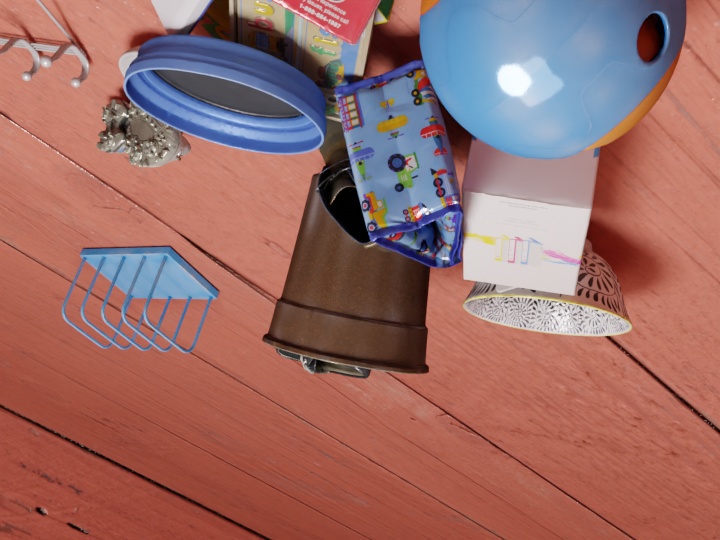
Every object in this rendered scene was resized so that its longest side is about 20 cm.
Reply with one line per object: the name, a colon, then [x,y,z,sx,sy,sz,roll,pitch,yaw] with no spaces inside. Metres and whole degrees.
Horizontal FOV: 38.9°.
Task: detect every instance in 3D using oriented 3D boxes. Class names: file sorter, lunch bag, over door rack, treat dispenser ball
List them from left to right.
over door rack: [-0.397,-0.272,1.098,0.145,0.068,0.201,10,153,14]
file sorter: [-0.359,0.051,1.635,0.197,0.125,0.139,0,149,33]
lunch bag: [0.056,-0.091,1.011,0.092,0.153,0.200,-16,166,11]
treat dispenser ball: [0.142,-0.186,0.765,0.197,0.204,0.202,14,154,7]

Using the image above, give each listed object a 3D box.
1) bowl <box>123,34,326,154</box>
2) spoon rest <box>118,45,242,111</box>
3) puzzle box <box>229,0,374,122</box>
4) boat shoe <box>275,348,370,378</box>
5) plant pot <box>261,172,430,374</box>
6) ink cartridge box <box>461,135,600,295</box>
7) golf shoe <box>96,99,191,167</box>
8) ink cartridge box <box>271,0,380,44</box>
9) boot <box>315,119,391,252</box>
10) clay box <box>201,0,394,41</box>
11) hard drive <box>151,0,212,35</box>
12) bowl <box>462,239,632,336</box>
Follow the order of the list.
bowl: [-0.126,-0.166,0.975,0.197,0.040,0.201,12,169,2]
spoon rest: [-0.172,-0.199,1.101,0.196,0.062,0.100,9,155,16]
puzzle box: [-0.057,-0.210,0.944,0.130,0.026,0.201,15,158,0]
boat shoe: [-0.065,0.141,1.690,0.197,0.061,0.076,-1,148,34]
plant pot: [0.000,0.000,1.170,0.196,0.202,0.200,11,-178,0]
ink cartridge box: [0.174,-0.072,1.047,0.123,0.131,0.201,9,153,11]
golf shoe: [-0.232,-0.158,1.181,0.096,0.080,0.199,10,-172,-33]
ink cartridge box: [-0.019,-0.286,0.698,0.142,0.084,0.202,25,115,-15]
boot: [-0.010,-0.110,1.038,0.074,0.202,0.097,-31,177,19]
clay box: [-0.077,-0.262,0.932,0.197,0.048,0.115,-1,151,36]
hard drive: [-0.145,-0.300,0.845,0.199,0.025,0.134,-31,85,57]
bowl: [0.222,0.010,1.192,0.196,0.096,0.201,8,168,2]
